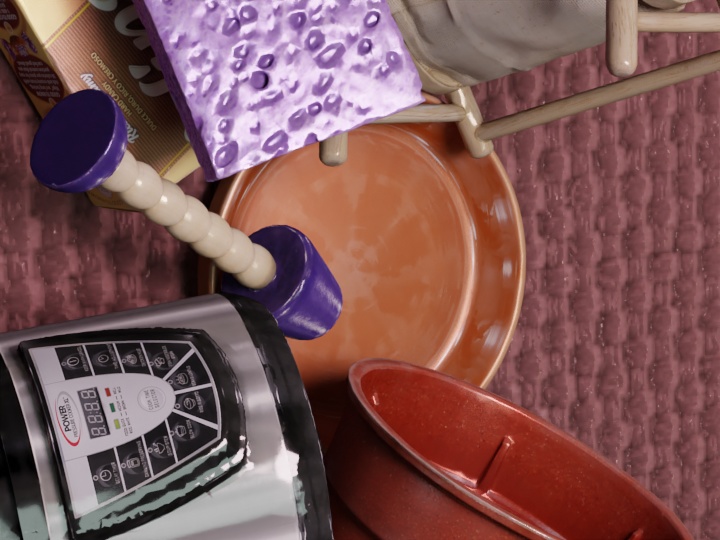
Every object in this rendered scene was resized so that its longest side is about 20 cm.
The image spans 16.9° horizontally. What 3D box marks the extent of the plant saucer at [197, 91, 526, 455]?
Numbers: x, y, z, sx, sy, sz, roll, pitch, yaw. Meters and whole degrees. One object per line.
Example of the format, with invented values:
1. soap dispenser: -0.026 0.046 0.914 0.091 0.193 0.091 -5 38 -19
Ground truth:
1. plant saucer: 0.000 0.000 1.293 0.200 0.032 0.201 -3 96 -32

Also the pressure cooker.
1. pressure cooker: -0.126 0.110 1.127 0.200 0.176 0.179 -10 103 -15

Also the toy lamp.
1. toy lamp: -0.076 -0.021 1.170 0.200 0.058 0.058 40 73 -47

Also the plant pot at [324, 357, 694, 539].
1. plant pot: 0.038 0.179 1.234 0.201 0.201 0.195 20 105 -33

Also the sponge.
1. sponge: -0.058 -0.151 1.134 0.111 0.030 0.200 -23 92 -17

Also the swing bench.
1. swing bench: 0.072 -0.171 1.200 0.130 0.199 0.200 -5 83 -47

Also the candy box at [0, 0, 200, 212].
1. candy box: -0.124 -0.142 1.183 0.117 0.056 0.200 -38 113 -24
